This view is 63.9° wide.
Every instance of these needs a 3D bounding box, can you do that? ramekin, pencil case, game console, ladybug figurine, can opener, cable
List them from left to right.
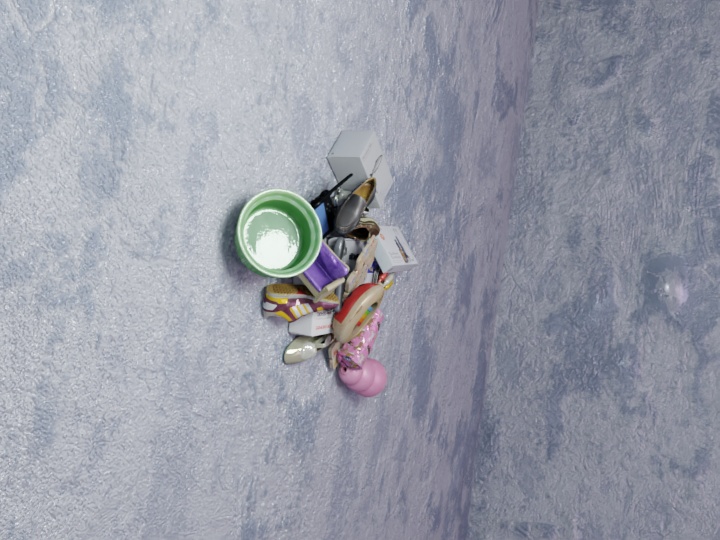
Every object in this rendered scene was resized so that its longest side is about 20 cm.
[{"bbox_3d":[-0.196,-0.078,1.331,0.197,0.097,0.204,4,81,-24],"label":"ramekin"},{"bbox_3d":[-0.095,-0.147,1.563,0.200,0.115,0.178,-47,135,-46],"label":"game console"},{"bbox_3d":[-0.071,0.010,1.535,0.066,0.052,0.204,-23,118,-75],"label":"can opener"},{"bbox_3d":[-0.010,0.109,1.603,0.201,0.072,0.136,-51,161,-6],"label":"ladybug figurine"},{"bbox_3d":[0.001,0.201,1.771,0.087,0.082,0.202,52,54,-43],"label":"pencil case"},{"bbox_3d":[0.056,0.066,1.886,0.201,0.050,0.098,-63,144,-33],"label":"cable"}]

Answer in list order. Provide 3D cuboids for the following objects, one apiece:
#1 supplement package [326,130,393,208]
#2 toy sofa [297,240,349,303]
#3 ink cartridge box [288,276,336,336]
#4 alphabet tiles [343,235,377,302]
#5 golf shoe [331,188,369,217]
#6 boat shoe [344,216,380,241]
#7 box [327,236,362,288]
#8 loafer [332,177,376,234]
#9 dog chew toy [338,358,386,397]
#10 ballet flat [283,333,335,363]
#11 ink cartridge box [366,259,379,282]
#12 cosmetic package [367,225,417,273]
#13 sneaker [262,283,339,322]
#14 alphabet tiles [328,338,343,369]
[{"bbox_3d":[0.003,-0.298,1.705,0.118,0.116,0.201,-63,145,-30],"label":"supplement package"},{"bbox_3d":[-0.129,-0.029,1.441,0.098,0.201,0.083,-46,170,34],"label":"toy sofa"},{"bbox_3d":[-0.119,0.073,1.601,0.145,0.083,0.204,-1,96,-61],"label":"ink cartridge box"},{"bbox_3d":[0.000,0.000,1.667,0.197,0.014,0.201,102,16,-46],"label":"alphabet tiles"},{"bbox_3d":[-0.012,-0.162,1.732,0.200,0.096,0.079,56,47,-52],"label":"golf shoe"},{"bbox_3d":[0.001,-0.113,1.688,0.201,0.074,0.075,11,46,-56],"label":"boat shoe"},{"bbox_3d":[-0.052,0.000,1.725,0.116,0.059,0.203,-8,105,-60],"label":"box"},{"bbox_3d":[-0.015,-0.183,1.585,0.201,0.072,0.073,-61,179,-36],"label":"loafer"},{"bbox_3d":[0.001,0.334,1.848,0.199,0.123,0.126,32,69,-52],"label":"dog chew toy"},{"bbox_3d":[-0.137,0.211,1.621,0.199,0.069,0.071,-28,121,-56],"label":"ballet flat"},{"bbox_3d":[0.037,0.010,1.921,0.199,0.037,0.096,0,97,-59],"label":"ink cartridge box"},{"bbox_3d":[0.102,-0.073,1.929,0.199,0.051,0.152,-6,63,-61],"label":"cosmetic package"},{"bbox_3d":[-0.154,0.089,1.484,0.197,0.075,0.091,8,115,-20],"label":"sneaker"},{"bbox_3d":[-0.045,0.207,1.795,0.198,0.014,0.201,88,27,-42],"label":"alphabet tiles"}]
